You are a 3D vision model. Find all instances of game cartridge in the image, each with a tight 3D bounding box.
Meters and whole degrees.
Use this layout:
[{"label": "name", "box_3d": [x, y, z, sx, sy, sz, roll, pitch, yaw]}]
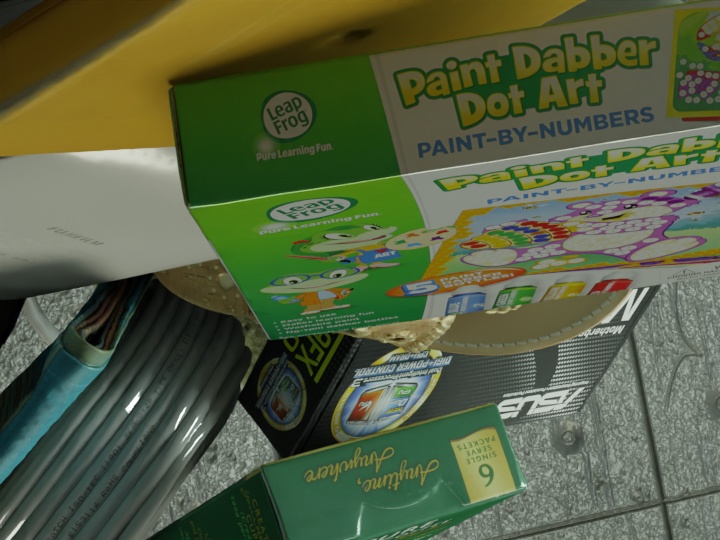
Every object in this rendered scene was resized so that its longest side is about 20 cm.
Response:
[{"label": "game cartridge", "box_3d": [-0.009, -0.084, 0.732, 0.176, 0.033, 0.200, -7, 165, -47]}]

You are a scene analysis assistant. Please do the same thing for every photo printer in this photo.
[{"label": "photo printer", "box_3d": [-0.113, -0.044, 0.910, 0.199, 0.070, 0.166, -11, 162, 32]}]

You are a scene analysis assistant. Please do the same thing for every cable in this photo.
[{"label": "cable", "box_3d": [-0.125, 0.092, 1.092, 0.200, 0.069, 0.200, -55, -174, -25]}]

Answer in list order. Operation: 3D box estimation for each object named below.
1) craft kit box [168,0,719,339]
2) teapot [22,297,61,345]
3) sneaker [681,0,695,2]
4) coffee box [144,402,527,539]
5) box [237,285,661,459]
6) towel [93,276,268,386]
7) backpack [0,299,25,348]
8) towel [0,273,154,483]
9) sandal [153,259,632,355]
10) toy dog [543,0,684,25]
[{"label": "craft kit box", "box_3d": [0.051, -0.029, 0.802, 0.199, 0.049, 0.198, -9, 163, 4]}, {"label": "teapot", "box_3d": [-0.068, -0.019, 1.411, 0.199, 0.147, 0.197, 3, -166, 41]}, {"label": "sneaker", "box_3d": [0.234, -0.138, 1.095, 0.199, 0.074, 0.080, -7, -166, -15]}, {"label": "coffee box", "box_3d": [-0.025, 0.115, 1.079, 0.123, 0.044, 0.200, -13, 168, -28]}, {"label": "box", "box_3d": [0.059, 0.003, 1.076, 0.200, 0.044, 0.161, -5, 133, -45]}, {"label": "towel", "box_3d": [-0.062, -0.018, 1.146, 0.037, 0.148, 0.200, -62, -175, -36]}, {"label": "backpack", "box_3d": [-0.255, 0.023, 1.096, 0.154, 0.201, 0.190, 30, -162, 24]}, {"label": "towel", "box_3d": [-0.163, 0.082, 1.011, 0.200, 0.022, 0.147, -48, -173, 13]}, {"label": "sandal", "box_3d": [0.001, 0.005, 0.947, 0.211, 0.078, 0.070, 4, -157, 25]}, {"label": "toy dog", "box_3d": [0.109, -0.095, 0.907, 0.199, 0.132, 0.096, -16, 139, 30]}]
